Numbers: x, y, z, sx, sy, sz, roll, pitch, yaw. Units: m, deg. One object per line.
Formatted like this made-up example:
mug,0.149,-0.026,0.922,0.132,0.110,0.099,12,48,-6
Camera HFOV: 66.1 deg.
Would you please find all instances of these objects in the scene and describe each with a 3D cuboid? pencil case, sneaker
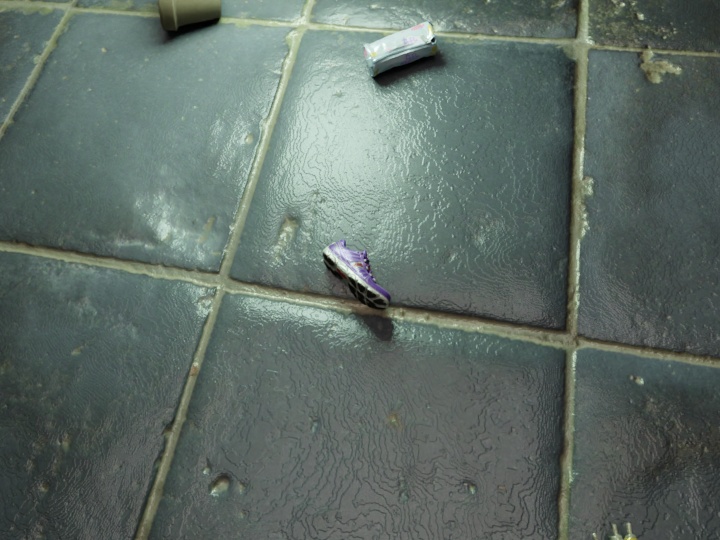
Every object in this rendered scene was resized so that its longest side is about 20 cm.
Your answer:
pencil case,0.105,-0.582,1.460,0.195,0.084,0.092,-19,42,-1
sneaker,0.000,0.000,1.212,0.083,0.081,0.200,-38,66,-17

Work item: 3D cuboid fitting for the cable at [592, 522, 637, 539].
cable,0.446,0.538,0.923,0.094,0.051,0.205,-15,63,1

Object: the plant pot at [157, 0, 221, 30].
plant pot,-0.490,-0.799,1.590,0.169,0.201,0.205,-4,63,-14
